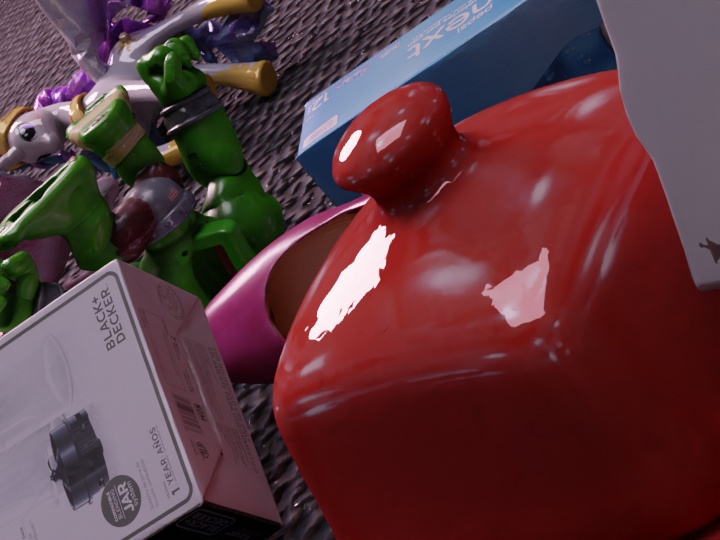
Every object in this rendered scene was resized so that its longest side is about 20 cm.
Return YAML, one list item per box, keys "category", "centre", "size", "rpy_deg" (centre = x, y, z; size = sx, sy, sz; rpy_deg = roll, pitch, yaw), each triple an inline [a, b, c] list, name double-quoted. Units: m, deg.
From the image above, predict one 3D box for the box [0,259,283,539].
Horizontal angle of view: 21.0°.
- category: "box"
  centre: [-0.142, 0.099, 0.797]
  size: [0.200, 0.060, 0.117]
  rpy_deg: [-34, 60, 17]

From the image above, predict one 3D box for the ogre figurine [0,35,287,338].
- category: "ogre figurine"
  centre: [-0.107, -0.017, 0.972]
  size: [0.098, 0.120, 0.200]
  rpy_deg: [-34, 19, 28]

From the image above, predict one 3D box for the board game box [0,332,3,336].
- category: "board game box"
  centre: [-0.213, 0.098, 0.945]
  size: [0.151, 0.046, 0.200]
  rpy_deg: [-38, 38, 6]

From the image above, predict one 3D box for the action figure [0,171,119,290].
- category: "action figure"
  centre: [-0.210, 0.039, 1.119]
  size: [0.149, 0.134, 0.200]
  rpy_deg: [0, 33, -12]

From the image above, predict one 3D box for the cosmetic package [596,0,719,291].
- category: "cosmetic package"
  centre: [0.162, -0.084, 0.564]
  size: [0.081, 0.113, 0.200]
  rpy_deg: [-12, 15, 48]

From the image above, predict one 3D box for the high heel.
- category: "high heel"
  centre: [0.000, 0.000, 0.793]
  size: [0.200, 0.068, 0.096]
  rpy_deg: [-19, -7, 22]

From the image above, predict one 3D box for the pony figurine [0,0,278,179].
- category: "pony figurine"
  centre: [-0.153, -0.135, 1.295]
  size: [0.200, 0.167, 0.193]
  rpy_deg: [-8, 42, 30]

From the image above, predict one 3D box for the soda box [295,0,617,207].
- category: "soda box"
  centre: [0.069, -0.094, 0.899]
  size: [0.200, 0.068, 0.064]
  rpy_deg: [-33, 22, 19]

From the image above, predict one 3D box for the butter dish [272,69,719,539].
- category: "butter dish"
  centre: [0.048, 0.005, 0.617]
  size: [0.200, 0.148, 0.200]
  rpy_deg: [-18, 29, 46]
